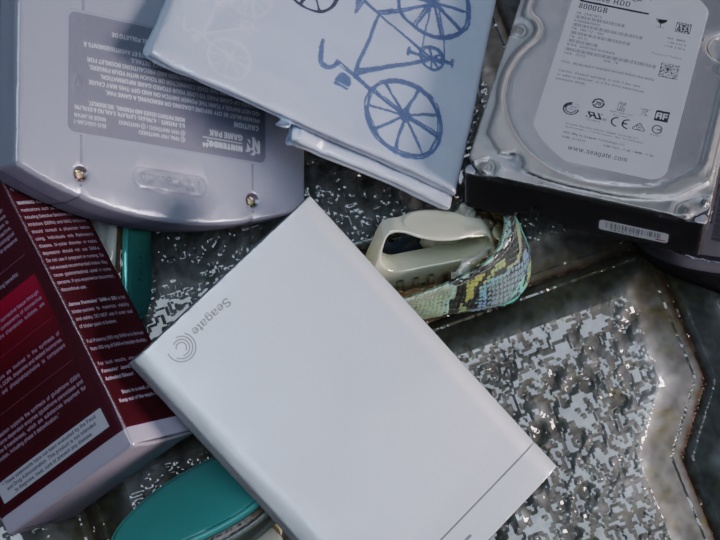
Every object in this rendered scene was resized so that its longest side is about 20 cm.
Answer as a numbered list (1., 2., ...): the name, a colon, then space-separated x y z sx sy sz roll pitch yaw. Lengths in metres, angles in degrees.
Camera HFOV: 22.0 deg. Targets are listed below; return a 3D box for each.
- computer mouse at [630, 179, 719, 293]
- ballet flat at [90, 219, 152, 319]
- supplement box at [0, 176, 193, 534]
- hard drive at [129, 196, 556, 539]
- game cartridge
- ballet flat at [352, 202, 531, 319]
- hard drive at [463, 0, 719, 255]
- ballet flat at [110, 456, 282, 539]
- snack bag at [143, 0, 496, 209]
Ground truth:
1. computer mouse: 0.238 -0.015 1.080 0.199 0.053 0.139 20 70 1
2. ballet flat: -0.148 -0.065 1.075 0.069 0.069 0.201 6 76 -1
3. supplement box: -0.185 0.029 1.019 0.109 0.061 0.201 -35 77 29
4. hard drive: -0.008 0.078 0.991 0.132 0.027 0.200 -43 92 -16
5. game cartridge: -0.116 -0.090 1.035 0.199 0.040 0.134 8 74 -41
6. ballet flat: 0.000 0.000 1.054 0.199 0.074 0.075 -15 76 -10
7. hard drive: 0.150 -0.111 1.070 0.139 0.038 0.201 13 57 12
8. ballet flat: -0.045 0.119 1.027 0.200 0.064 0.067 -38 36 -12
9. snack bag: -0.018 -0.147 1.068 0.199 0.021 0.189 22 56 -13
